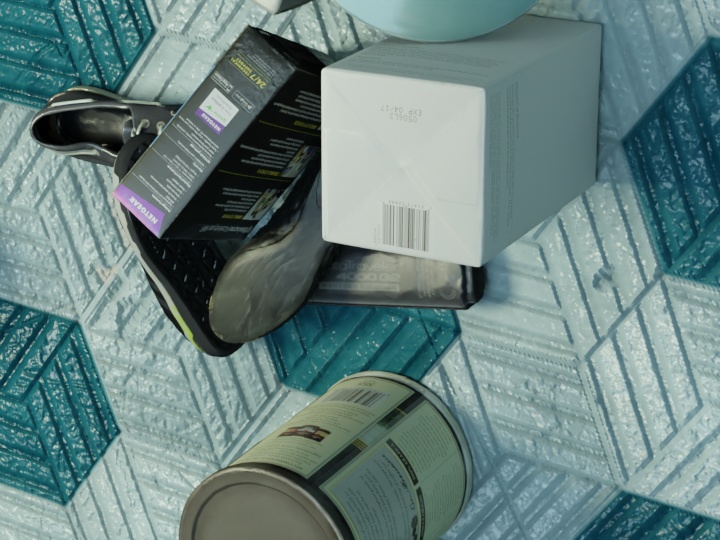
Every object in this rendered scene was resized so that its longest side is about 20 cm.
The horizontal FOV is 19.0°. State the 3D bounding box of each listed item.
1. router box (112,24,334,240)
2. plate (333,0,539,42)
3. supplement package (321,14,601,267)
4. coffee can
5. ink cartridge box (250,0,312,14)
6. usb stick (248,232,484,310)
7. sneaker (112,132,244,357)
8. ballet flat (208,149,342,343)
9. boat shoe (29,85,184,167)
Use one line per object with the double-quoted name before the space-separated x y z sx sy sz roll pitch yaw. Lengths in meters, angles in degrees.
"router box" -0.080 -0.092 1.507 0.051 0.200 0.149 42 99 10
"plate" 0.050 -0.252 1.429 0.198 0.026 0.202 1 79 -3
"supplement package" 0.071 -0.095 1.444 0.120 0.200 0.121 10 112 27
"coffee can" -0.022 0.177 1.596 0.145 0.200 0.148 10 112 26
"ink cartridge box" -0.095 -0.297 1.535 0.199 0.083 0.147 32 121 14
"usb stick" 0.000 0.000 1.621 0.198 0.033 0.056 2 100 29
"sneaker" -0.151 -0.015 1.657 0.083 0.072 0.201 17 136 51
"ballet flat" -0.045 -0.020 1.608 0.066 0.057 0.200 41 113 2
"boat shoe" -0.166 -0.097 1.660 0.198 0.063 0.073 13 111 24
